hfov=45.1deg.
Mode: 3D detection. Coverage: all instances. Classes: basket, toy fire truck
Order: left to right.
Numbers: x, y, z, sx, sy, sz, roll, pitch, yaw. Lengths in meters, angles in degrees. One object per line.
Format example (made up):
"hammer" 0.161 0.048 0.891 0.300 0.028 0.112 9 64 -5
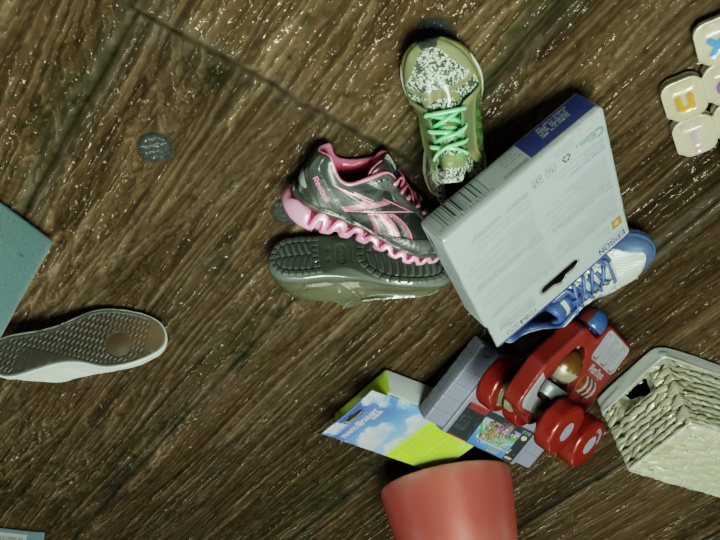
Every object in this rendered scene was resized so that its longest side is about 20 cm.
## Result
"toy fire truck" 0.242 0.124 1.025 0.168 0.112 0.200 -55 143 -1
"basket" 0.439 0.206 1.143 0.200 0.123 0.136 19 130 -21

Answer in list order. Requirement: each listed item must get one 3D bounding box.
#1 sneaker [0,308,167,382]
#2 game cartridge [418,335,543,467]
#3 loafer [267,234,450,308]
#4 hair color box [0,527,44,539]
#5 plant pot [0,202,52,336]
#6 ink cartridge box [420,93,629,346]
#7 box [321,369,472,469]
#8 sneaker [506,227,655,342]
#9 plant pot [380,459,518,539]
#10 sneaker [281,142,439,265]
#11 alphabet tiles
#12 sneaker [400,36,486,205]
"sneaker" -0.328 0.091 1.035 0.200 0.073 0.085 -6 166 -6
"game cartridge" 0.186 0.178 1.133 0.200 0.038 0.130 29 100 -29
"loafer" 0.000 0.000 0.954 0.200 0.075 0.070 3 147 0
"hair color box" -0.581 0.496 1.421 0.099 0.061 0.200 12 133 -15
"plant pot" -0.465 -0.001 0.840 0.196 0.196 0.200 -27 121 22
"ink cartridge box" 0.172 -0.043 0.865 0.196 0.043 0.200 -40 140 -6
"box" 0.061 0.204 1.170 0.200 0.048 0.122 24 129 -27
"sneaker" 0.236 0.025 0.964 0.200 0.088 0.075 -28 114 21
"plant pot" 0.140 0.383 1.232 0.200 0.177 0.200 -9 153 -5
"sneaker" 0.026 -0.072 0.880 0.200 0.079 0.095 15 121 -20
"alphabet tiles" 0.391 -0.180 0.825 0.200 0.015 0.196 -22 132 18
"sneaker" 0.087 -0.123 0.811 0.077 0.089 0.200 -12 135 9
